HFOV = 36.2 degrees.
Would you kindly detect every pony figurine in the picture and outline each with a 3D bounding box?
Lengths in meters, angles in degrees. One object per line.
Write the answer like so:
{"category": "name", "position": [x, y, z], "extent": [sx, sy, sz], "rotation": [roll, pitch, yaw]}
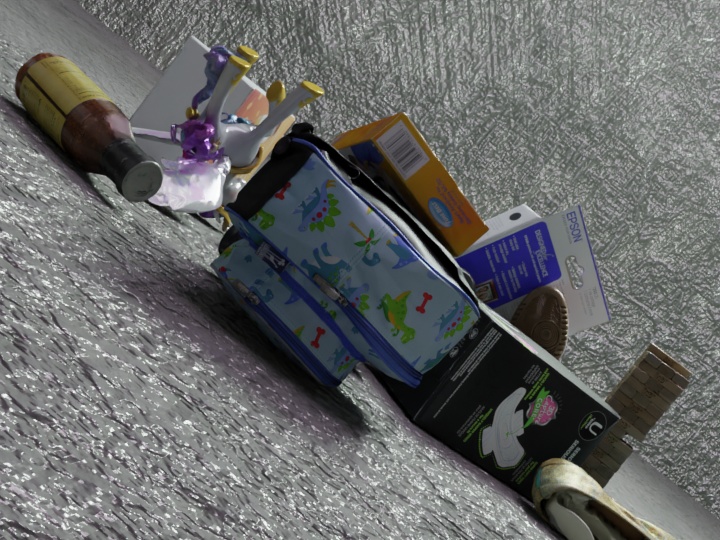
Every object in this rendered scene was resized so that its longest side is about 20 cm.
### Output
{"category": "pony figurine", "position": [-0.158, -0.135, 1.155], "extent": [0.192, 0.201, 0.167], "rotation": [11, 29, -44]}

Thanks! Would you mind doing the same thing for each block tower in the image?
{"category": "block tower", "position": [0.265, 0.170, 1.155], "extent": [0.054, 0.200, 0.058], "rotation": [38, 4, 9]}

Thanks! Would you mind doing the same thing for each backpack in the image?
{"category": "backpack", "position": [-0.013, 0.009, 0.879], "extent": [0.200, 0.147, 0.183], "rotation": [41, -1, 5]}

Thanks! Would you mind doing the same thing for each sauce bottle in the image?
{"category": "sauce bottle", "position": [-0.242, -0.126, 0.984], "extent": [0.200, 0.066, 0.066], "rotation": [45, 7, 36]}

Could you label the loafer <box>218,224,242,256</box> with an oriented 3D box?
{"category": "loafer", "position": [-0.045, 0.022, 1.010], "extent": [0.200, 0.068, 0.070], "rotation": [40, -7, -34]}

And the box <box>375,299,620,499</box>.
{"category": "box", "position": [0.132, 0.117, 1.118], "extent": [0.200, 0.125, 0.149], "rotation": [37, 6, -28]}

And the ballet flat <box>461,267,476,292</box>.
{"category": "ballet flat", "position": [0.025, 0.026, 1.178], "extent": [0.198, 0.067, 0.057], "rotation": [1, -16, -4]}

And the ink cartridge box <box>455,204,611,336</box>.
{"category": "ink cartridge box", "position": [0.176, 0.021, 1.274], "extent": [0.044, 0.199, 0.199], "rotation": [-107, 174, -49]}

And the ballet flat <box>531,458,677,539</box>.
{"category": "ballet flat", "position": [0.242, 0.258, 1.035], "extent": [0.200, 0.071, 0.071], "rotation": [39, 4, 4]}

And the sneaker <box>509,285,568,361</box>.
{"category": "sneaker", "position": [0.209, 0.119, 1.281], "extent": [0.071, 0.202, 0.112], "rotation": [11, 1, 22]}

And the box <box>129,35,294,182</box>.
{"category": "box", "position": [-0.187, -0.180, 1.381], "extent": [0.106, 0.153, 0.200], "rotation": [39, 5, 10]}

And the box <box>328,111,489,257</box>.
{"category": "box", "position": [0.027, -0.069, 0.954], "extent": [0.119, 0.041, 0.200], "rotation": [52, -14, -11]}
